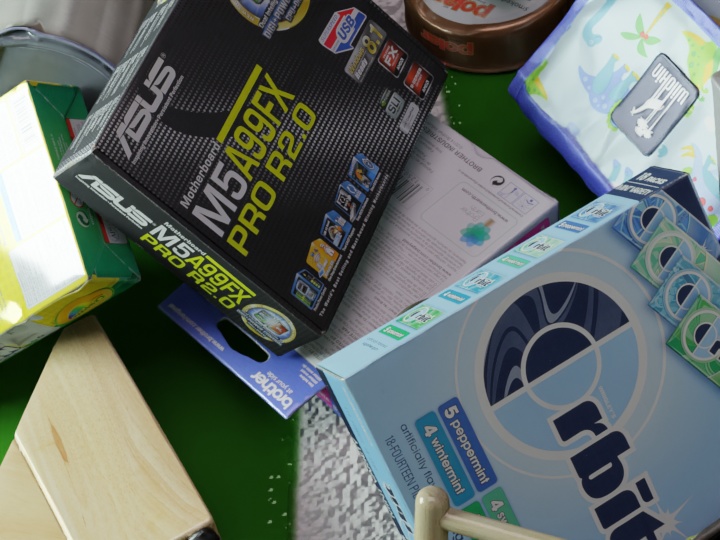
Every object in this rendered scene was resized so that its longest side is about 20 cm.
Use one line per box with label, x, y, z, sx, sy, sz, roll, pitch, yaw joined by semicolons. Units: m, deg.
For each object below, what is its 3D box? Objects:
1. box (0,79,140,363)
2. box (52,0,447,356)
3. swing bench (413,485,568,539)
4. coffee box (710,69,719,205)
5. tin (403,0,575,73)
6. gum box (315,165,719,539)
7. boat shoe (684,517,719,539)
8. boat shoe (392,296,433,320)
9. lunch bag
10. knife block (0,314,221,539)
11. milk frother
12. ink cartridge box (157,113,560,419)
box;-0.215;-0.006;1.206;0.199;0.048;0.118;-27;74;31
box;-0.053;-0.080;1.194;0.044;0.160;0.201;-25;31;49
swing bench;0.102;0.221;0.953;0.198;0.201;0.130;14;51;19
coffee box;0.245;-0.026;1.112;0.113;0.201;0.080;-24;49;-8
tin;0.103;-0.204;1.379;0.112;0.042;0.200;22;59;29
gum box;0.103;0.072;1.089;0.199;0.171;0.045;-30;16;-14
boat shoe;0.164;0.163;1.070;0.201;0.061;0.072;-36;56;-17
boat shoe;0.096;0.047;1.159;0.199;0.074;0.076;-1;61;-19
lunch bag;0.206;-0.103;1.233;0.200;0.128;0.170;-36;59;-5
knife block;-0.100;0.131;1.140;0.174;0.064;0.201;9;55;16
milk frother;-0.116;-0.142;1.272;0.199;0.181;0.189;-10;47;18
ink cartridge box;0.000;0.000;1.238;0.200;0.042;0.119;-37;54;-22
